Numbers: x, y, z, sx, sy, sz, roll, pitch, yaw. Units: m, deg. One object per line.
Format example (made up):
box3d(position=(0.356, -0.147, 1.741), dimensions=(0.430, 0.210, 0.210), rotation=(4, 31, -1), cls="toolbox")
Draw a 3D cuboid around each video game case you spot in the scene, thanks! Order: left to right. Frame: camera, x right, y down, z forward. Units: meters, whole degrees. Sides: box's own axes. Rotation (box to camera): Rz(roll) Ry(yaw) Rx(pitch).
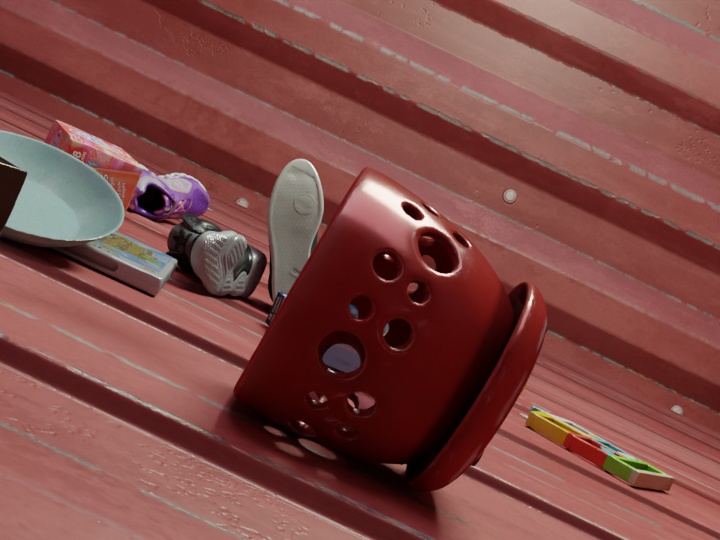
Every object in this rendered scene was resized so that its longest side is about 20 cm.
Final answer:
box3d(position=(-0.287, -0.031, 1.310), dimensions=(0.180, 0.022, 0.200), rotation=(25, 4, -6), cls="video game case")

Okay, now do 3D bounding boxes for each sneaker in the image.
box3d(position=(-0.312, -0.113, 1.947), dimensions=(0.199, 0.081, 0.088), rotation=(14, 17, -49), cls="sneaker")
box3d(position=(-0.190, -0.022, 1.467), dimensions=(0.113, 0.076, 0.200), rotation=(25, -2, 15), cls="sneaker")
box3d(position=(-0.088, -0.035, 1.543), dimensions=(0.070, 0.203, 0.099), rotation=(3, -5, -8), cls="sneaker")

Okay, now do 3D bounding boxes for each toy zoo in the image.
box3d(position=(0.299, 0.229, 1.598), dimensions=(0.199, 0.021, 0.131), rotation=(28, 4, 35), cls="toy zoo")

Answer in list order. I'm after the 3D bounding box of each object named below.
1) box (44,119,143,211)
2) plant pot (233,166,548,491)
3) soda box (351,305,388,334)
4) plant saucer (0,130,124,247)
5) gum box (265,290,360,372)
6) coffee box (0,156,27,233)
box3d(position=(-0.352, -0.120, 1.557), dimensions=(0.102, 0.096, 0.200), rotation=(22, 4, -22), cls="box")
box3d(position=(0.026, 0.054, 0.921), dimensions=(0.181, 0.202, 0.200), rotation=(33, 3, -3), cls="plant pot")
box3d(position=(-0.013, 0.059, 1.523), dimensions=(0.064, 0.069, 0.200), rotation=(28, 4, 23), cls="soda box")
box3d(position=(-0.330, -0.071, 1.193), dimensions=(0.199, 0.039, 0.202), rotation=(22, 24, -10), cls="plant saucer")
box3d(position=(0.000, 0.092, 1.327), dimensions=(0.168, 0.045, 0.200), rotation=(23, 3, -20), cls="gum box")
box3d(position=(-0.390, -0.094, 1.043), dimensions=(0.199, 0.081, 0.113), rotation=(28, 4, 38), cls="coffee box")
